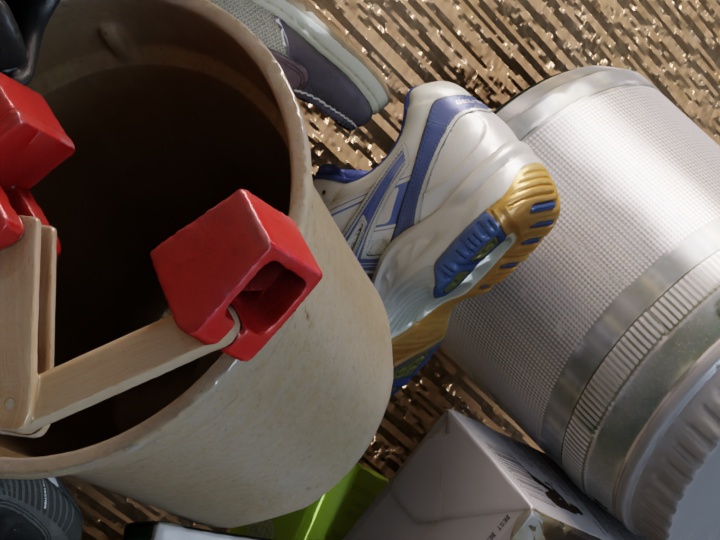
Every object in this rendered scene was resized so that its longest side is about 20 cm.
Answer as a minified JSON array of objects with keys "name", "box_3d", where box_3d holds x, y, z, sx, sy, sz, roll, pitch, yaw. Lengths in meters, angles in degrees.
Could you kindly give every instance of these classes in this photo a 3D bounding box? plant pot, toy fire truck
[{"name":"plant pot","box_3d":[-0.078,0.015,1.103,0.201,0.200,0.183,-60,149,-10]},{"name":"toy fire truck","box_3d":[-0.129,0.008,0.987,0.200,0.141,0.049,-38,157,10]}]

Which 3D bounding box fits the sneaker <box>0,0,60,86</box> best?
[{"name":"sneaker","box_3d":[-0.170,-0.088,1.019,0.200,0.087,0.074,-46,134,-24]}]

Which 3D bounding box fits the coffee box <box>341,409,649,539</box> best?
[{"name":"coffee box","box_3d":[0.086,0.156,1.304,0.200,0.080,0.113,27,106,-45]}]

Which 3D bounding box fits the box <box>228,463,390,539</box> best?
[{"name":"box","box_3d":[-0.032,0.188,1.315,0.122,0.048,0.200,31,83,-48]}]

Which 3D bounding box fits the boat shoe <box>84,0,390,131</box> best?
[{"name":"boat shoe","box_3d":[-0.059,-0.102,1.154,0.065,0.072,0.200,-51,145,2]}]

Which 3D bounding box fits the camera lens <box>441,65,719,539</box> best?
[{"name":"camera lens","box_3d":[0.129,0.015,1.286,0.160,0.200,0.160,-33,151,-21]}]

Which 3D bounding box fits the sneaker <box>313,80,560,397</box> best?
[{"name":"sneaker","box_3d":[0.000,0.000,1.240,0.200,0.088,0.075,-44,160,20]}]

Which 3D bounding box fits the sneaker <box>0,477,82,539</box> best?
[{"name":"sneaker","box_3d":[-0.180,0.099,1.067,0.200,0.091,0.067,25,109,-43]}]

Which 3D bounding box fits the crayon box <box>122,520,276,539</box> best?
[{"name":"crayon box","box_3d":[-0.049,0.214,1.169,0.125,0.052,0.201,11,81,-19]}]
